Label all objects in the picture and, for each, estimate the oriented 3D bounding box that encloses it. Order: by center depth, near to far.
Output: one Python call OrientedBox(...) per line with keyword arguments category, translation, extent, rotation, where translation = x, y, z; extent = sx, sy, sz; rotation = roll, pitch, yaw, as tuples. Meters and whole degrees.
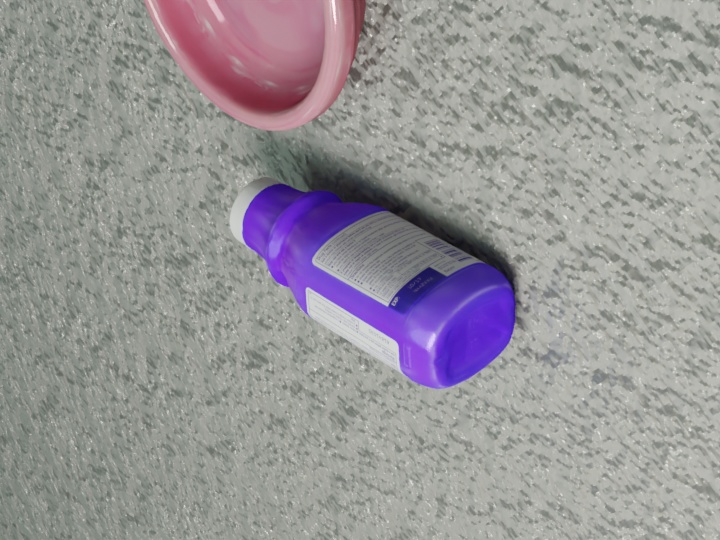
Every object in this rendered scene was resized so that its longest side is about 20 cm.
OrientedBox(category="plant saucer", translation=(-0.065, -0.184, 1.032), extent=(0.200, 0.051, 0.201), rotation=(33, 138, 35))
OrientedBox(category="bottle", translation=(0.000, 0.000, 1.054), extent=(0.200, 0.083, 0.065), rotation=(29, 137, 38))
